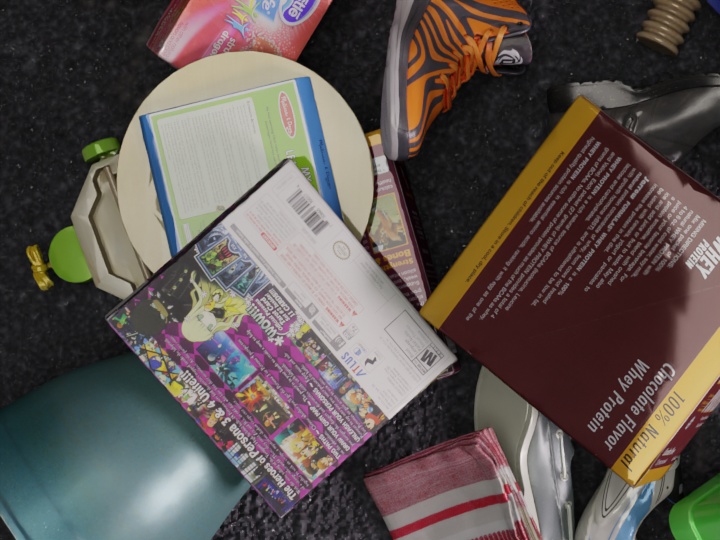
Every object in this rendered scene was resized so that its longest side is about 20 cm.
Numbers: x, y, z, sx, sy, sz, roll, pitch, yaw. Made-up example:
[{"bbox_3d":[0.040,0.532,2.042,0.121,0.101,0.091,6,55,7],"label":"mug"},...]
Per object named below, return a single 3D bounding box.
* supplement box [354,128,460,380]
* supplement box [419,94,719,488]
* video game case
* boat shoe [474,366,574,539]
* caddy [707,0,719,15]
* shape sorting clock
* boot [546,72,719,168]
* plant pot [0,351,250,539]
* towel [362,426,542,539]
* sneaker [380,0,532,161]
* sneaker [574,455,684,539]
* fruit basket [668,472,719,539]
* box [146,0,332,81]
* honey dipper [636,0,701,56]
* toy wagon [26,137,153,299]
[{"bbox_3d":[0.000,0.000,1.357,0.110,0.086,0.201,-16,87,8],"label":"supplement box"},{"bbox_3d":[0.190,0.018,1.242,0.200,0.133,0.198,39,98,17],"label":"supplement box"},{"bbox_3d":[-0.058,0.050,1.265,0.181,0.036,0.200,-42,100,-5],"label":"video game case"},{"bbox_3d":[0.137,0.145,1.361,0.062,0.073,0.201,3,81,-35],"label":"boat shoe"},{"bbox_3d":[0.352,-0.239,1.282,0.105,0.141,0.200,41,96,10],"label":"caddy"},{"bbox_3d":[-0.088,-0.067,1.308,0.199,0.039,0.201,1,95,7],"label":"shape sorting clock"},{"bbox_3d":[0.244,-0.086,1.340,0.199,0.070,0.132,-3,92,19],"label":"boot"},{"bbox_3d":[-0.183,0.153,1.338,0.188,0.200,0.200,-36,85,-8],"label":"plant pot"},{"bbox_3d":[0.089,0.234,1.339,0.144,0.023,0.201,-28,85,44],"label":"towel"},{"bbox_3d":[0.076,-0.162,1.315,0.111,0.078,0.201,9,53,2],"label":"sneaker"},{"bbox_3d":[0.229,0.137,1.333,0.072,0.072,0.201,18,95,6],"label":"sneaker"},{"bbox_3d":[0.304,0.256,1.307,0.215,0.155,0.217,23,124,39],"label":"fruit basket"},{"bbox_3d":[-0.075,-0.233,1.351,0.102,0.095,0.201,31,94,-17],"label":"box"},{"bbox_3d":[0.279,-0.266,1.349,0.038,0.038,0.201,27,89,7],"label":"honey dipper"},{"bbox_3d":[-0.179,-0.038,1.407,0.199,0.040,0.156,-21,87,8],"label":"toy wagon"}]
